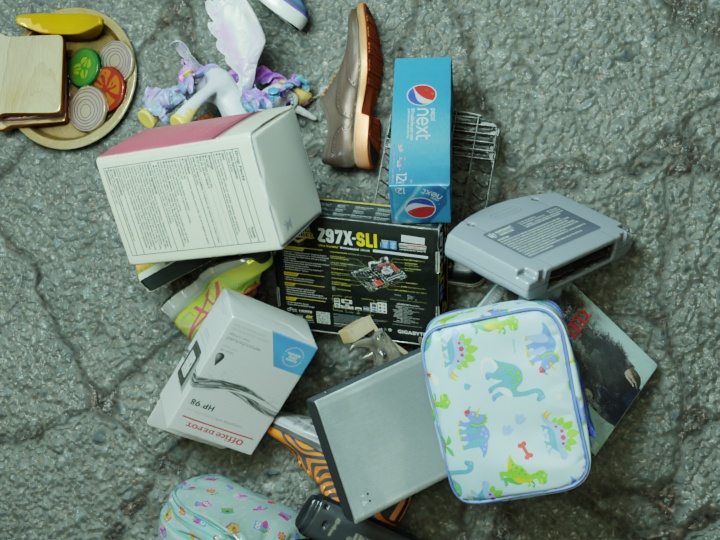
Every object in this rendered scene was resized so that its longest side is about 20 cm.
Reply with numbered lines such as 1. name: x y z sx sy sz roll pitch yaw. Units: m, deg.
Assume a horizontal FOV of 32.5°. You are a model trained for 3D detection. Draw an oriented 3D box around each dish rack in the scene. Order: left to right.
1. dish rack: 0.086 -0.090 1.452 0.152 0.055 0.202 9 83 12

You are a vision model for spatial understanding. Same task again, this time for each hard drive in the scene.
1. hard drive: 0.053 0.164 1.325 0.199 0.033 0.140 -23 101 -23

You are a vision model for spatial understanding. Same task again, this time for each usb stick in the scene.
1. usb stick: 0.022 0.308 1.379 0.199 0.033 0.056 28 108 -15

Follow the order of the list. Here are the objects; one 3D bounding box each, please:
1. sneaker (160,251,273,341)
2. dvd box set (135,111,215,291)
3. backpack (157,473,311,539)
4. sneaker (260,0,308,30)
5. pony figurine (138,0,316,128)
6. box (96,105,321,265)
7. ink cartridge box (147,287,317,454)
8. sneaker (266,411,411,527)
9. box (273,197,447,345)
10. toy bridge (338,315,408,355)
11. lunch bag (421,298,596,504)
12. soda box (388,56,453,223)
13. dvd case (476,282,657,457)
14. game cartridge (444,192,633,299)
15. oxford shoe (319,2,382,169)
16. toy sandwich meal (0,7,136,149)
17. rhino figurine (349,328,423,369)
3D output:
1. sneaker: -0.152 0.033 1.451 0.091 0.078 0.200 57 138 2
2. dvd box set: -0.216 -0.085 1.484 0.146 0.029 0.201 -27 51 9
3. backpack: -0.139 0.320 1.400 0.199 0.167 0.127 21 97 29
4. sneaker: -0.096 -0.409 1.517 0.146 0.081 0.200 -45 71 8
5. pony figurine: -0.163 -0.214 1.462 0.193 0.166 0.200 48 54 -2
6. box: -0.162 -0.091 1.330 0.199 0.109 0.129 -5 111 26
7. ink cartridge box: -0.150 0.133 1.414 0.115 0.067 0.201 22 110 -27
8. sneaker: -0.042 0.245 1.425 0.199 0.077 0.113 26 97 22
9. box: 0.000 0.000 1.415 0.198 0.049 0.161 6 122 14
10. toy bridge: 0.049 0.141 1.419 0.067 0.027 0.201 -32 97 -33
11. lunch bag: 0.154 0.135 1.277 0.160 0.082 0.201 -12 96 10
12. soda box: 0.069 -0.147 1.378 0.067 0.064 0.201 -1 52 6
13. dvd case: 0.218 0.087 1.357 0.200 0.022 0.146 44 61 1
14. game cartridge: 0.191 -0.032 1.350 0.133 0.199 0.042 26 123 38
15. oxford shoe: -0.016 -0.222 1.483 0.072 0.071 0.202 1 83 17
16. toy sandwich meal: -0.384 -0.250 1.565 0.204 0.070 0.207 -2 83 12
17. rhino figurine: 0.071 0.124 1.383 0.199 0.060 0.088 26 85 -25
